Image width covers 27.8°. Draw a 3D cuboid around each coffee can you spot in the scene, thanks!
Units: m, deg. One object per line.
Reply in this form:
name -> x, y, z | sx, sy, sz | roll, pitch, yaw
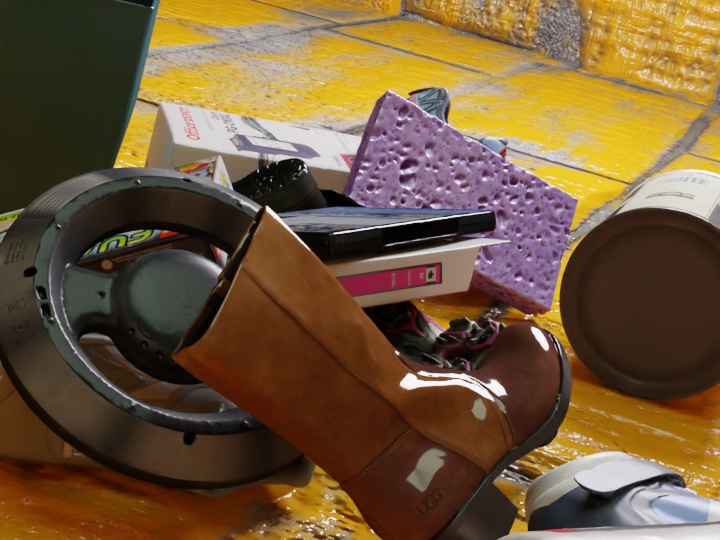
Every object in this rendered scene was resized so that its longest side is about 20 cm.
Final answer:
coffee can -> 0.251, 0.005, 1.160 | 0.146, 0.146, 0.200 | 18, 17, 15

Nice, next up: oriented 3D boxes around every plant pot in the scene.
plant pot -> -0.247, -0.135, 1.151 | 0.141, 0.200, 0.141 | 11, 17, -8

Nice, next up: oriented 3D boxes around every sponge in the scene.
sponge -> 0.084, -0.053, 1.206 | 0.200, 0.112, 0.030 | 28, -25, -17

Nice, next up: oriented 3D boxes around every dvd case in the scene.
dvd case -> -0.018, -0.028, 0.987 | 0.143, 0.018, 0.200 | 3, 8, 35

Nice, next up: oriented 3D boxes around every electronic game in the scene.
electronic game -> -0.097, 0.025, 0.776 | 0.200, 0.042, 0.200 | 15, 49, -18

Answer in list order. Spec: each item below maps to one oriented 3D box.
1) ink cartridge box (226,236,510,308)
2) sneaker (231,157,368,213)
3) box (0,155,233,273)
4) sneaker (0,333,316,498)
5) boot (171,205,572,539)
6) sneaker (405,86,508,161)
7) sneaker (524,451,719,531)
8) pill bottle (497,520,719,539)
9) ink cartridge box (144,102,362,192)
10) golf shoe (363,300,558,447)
ink cartridge box -> 0.000, 0.000, 0.962 | 0.200, 0.037, 0.095 | -11, 11, -43
sneaker -> -0.077, -0.026, 1.160 | 0.200, 0.104, 0.060 | -15, 36, 27
box -> -0.179, -0.010, 0.902 | 0.200, 0.035, 0.110 | -15, 27, 6
sneaker -> -0.111, 0.082, 0.783 | 0.200, 0.076, 0.092 | 2, 25, -29
boot -> 0.011, 0.043, 0.778 | 0.200, 0.068, 0.188 | 43, 52, -12
sneaker -> 0.098, -0.074, 1.265 | 0.200, 0.096, 0.079 | 52, 2, 0
sneaker -> 0.188, 0.141, 0.792 | 0.200, 0.081, 0.146 | 1, 24, -18
pill bottle -> 0.150, 0.166, 0.637 | 0.200, 0.111, 0.111 | 3, 20, -29
ink cartridge box -> -0.084, -0.078, 1.285 | 0.200, 0.084, 0.145 | 8, 17, -16
golf shoe -> 0.046, 0.072, 0.962 | 0.200, 0.073, 0.092 | 17, -29, 55
